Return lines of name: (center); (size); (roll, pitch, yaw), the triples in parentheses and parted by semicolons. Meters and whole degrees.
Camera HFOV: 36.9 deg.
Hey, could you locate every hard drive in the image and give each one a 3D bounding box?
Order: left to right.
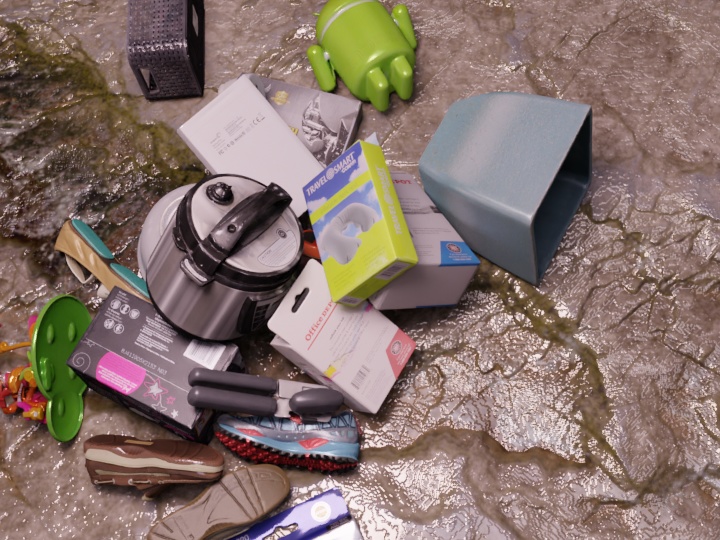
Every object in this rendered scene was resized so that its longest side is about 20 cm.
hard drive: (-0.145, -0.159, 1.521); (0.200, 0.027, 0.132); (49, 64, -8)

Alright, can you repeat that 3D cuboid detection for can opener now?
can opener: (-0.120, 0.155, 1.388); (0.199, 0.067, 0.054); (11, 55, -22)

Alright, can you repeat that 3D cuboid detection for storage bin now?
storage bin: (-0.299, -0.381, 1.678); (0.093, 0.135, 0.201); (-4, 67, 3)

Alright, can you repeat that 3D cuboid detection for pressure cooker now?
pressure cooker: (-0.170, -0.024, 1.384); (0.178, 0.200, 0.177); (10, 49, -28)

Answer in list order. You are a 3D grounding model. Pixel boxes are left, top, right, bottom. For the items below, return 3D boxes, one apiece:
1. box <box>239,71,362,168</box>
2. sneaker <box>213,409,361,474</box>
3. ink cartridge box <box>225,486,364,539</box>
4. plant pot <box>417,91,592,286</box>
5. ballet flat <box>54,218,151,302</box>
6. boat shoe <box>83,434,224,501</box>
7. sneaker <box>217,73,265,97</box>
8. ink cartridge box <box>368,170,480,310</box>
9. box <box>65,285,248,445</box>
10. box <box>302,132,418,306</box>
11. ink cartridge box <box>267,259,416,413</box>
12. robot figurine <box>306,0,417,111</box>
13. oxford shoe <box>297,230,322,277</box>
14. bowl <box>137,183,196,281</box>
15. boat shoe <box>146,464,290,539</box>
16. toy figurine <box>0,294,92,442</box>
box: (-0.113, -0.203, 1.637); (0.199, 0.048, 0.159); (16, 70, 10)
sneaker: (-0.097, 0.213, 1.456); (0.198, 0.079, 0.096); (11, 58, 0)
ink cartridge box: (-0.077, 0.402, 1.383); (0.198, 0.041, 0.201); (-25, 67, -6)
plant pot: (0.195, -0.132, 1.515); (0.199, 0.197, 0.197); (22, 70, 22)
ballet flat: (-0.370, 0.006, 1.569); (0.200, 0.069, 0.063); (41, 99, 23)
boat shoe: (-0.272, 0.267, 1.434); (0.201, 0.075, 0.075); (5, 100, 21)
sneaker: (-0.179, -0.188, 1.582); (0.070, 0.073, 0.202); (-10, 67, 31)
ink cartridge box: (0.047, -0.045, 1.481); (0.144, 0.085, 0.200); (-1, 42, -36)
box: (-0.272, 0.132, 1.472); (0.199, 0.115, 0.133); (25, 70, 12)
box: (-0.006, -0.070, 1.394); (0.122, 0.047, 0.201); (-36, 58, 34)
ink cartridge box: (-0.035, 0.086, 1.441); (0.200, 0.067, 0.117); (41, 70, -23)
robot figurine: (0.007, -0.342, 1.650); (0.175, 0.116, 0.201); (-29, 68, -9)
oxford shoe: (0.000, 0.000, 1.544); (0.198, 0.073, 0.071); (15, 27, -2)
bowl: (-0.234, -0.050, 1.559); (0.199, 0.091, 0.203); (-1, 66, 3)
boat shoe: (-0.185, 0.322, 1.421); (0.200, 0.063, 0.073); (-31, 73, -14)
toy figurine: (-0.485, 0.135, 1.501); (0.183, 0.150, 0.202); (-1, 91, 18)
